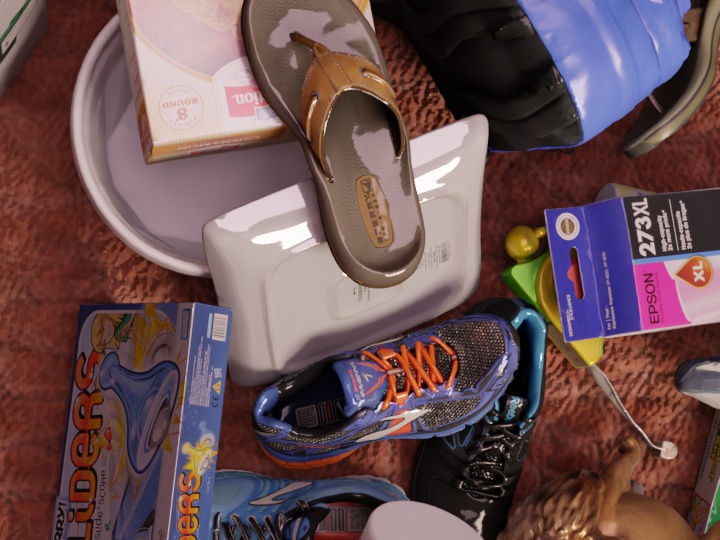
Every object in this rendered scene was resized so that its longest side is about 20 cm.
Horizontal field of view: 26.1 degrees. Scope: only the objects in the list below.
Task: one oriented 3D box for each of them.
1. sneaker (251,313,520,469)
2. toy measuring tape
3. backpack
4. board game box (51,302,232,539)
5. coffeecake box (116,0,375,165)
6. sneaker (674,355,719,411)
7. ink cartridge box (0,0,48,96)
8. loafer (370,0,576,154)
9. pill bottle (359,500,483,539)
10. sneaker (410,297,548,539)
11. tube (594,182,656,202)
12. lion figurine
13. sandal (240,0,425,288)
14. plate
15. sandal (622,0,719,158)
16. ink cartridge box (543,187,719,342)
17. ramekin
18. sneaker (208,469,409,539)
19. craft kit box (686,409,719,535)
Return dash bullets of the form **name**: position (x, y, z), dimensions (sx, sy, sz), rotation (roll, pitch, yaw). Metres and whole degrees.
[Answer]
- **sneaker**: position (0.015, 0.082, 1.047), dimensions (0.199, 0.078, 0.076), rotation (-24, 70, 9)
- **toy measuring tape**: position (0.179, 0.042, 1.123), dimensions (0.073, 0.074, 0.200), rotation (-40, 92, -12)
- **backpack**: position (0.121, -0.176, 0.997), dimensions (0.167, 0.200, 0.163), rotation (-39, 104, -7)
- **board game box**: position (-0.148, 0.123, 1.022), dimensions (0.034, 0.135, 0.202), rotation (12, 80, -42)
- **coffeecake box**: position (-0.078, -0.181, 0.990), dimensions (0.152, 0.073, 0.202), rotation (-10, 86, -12)
- **sneaker**: position (0.310, 0.120, 1.094), dimensions (0.198, 0.078, 0.087), rotation (21, 84, -7)
- **ink cartridge box**: position (-0.281, -0.194, 0.994), dimensions (0.145, 0.200, 0.085), rotation (34, 79, -5)
- **loafer**: position (0.090, -0.154, 1.126), dimensions (0.198, 0.073, 0.073), rotation (23, 84, -6)
- **pill bottle**: position (0.012, 0.255, 1.005), dimensions (0.111, 0.113, 0.201), rotation (17, 114, -8)
- **sneaker**: position (0.085, 0.115, 1.090), dimensions (0.073, 0.082, 0.202), rotation (12, 84, -12)
- **tube**: position (0.269, -0.017, 1.160), dimensions (0.198, 0.052, 0.058), rotation (12, 123, -13)
- **lion figurine**: position (0.202, 0.184, 1.063), dimensions (0.122, 0.198, 0.073), rotation (-39, 135, -48)
- **sandal**: position (-0.010, -0.086, 0.929), dimensions (0.081, 0.055, 0.202), rotation (-17, 90, -12)
- **plate**: position (0.000, 0.000, 1.034), dimensions (0.198, 0.200, 0.032), rotation (-22, 57, -13)
- **sandal**: position (0.232, -0.170, 1.153), dimensions (0.057, 0.080, 0.202), rotation (27, 71, -11)
- **ink cartridge box**: position (0.229, -0.008, 1.100), dimensions (0.198, 0.037, 0.096), rotation (-6, 85, -21)
- **ramekin**: position (-0.100, -0.091, 1.066), dimensions (0.198, 0.105, 0.202), rotation (1, 83, -10)
- **sneaker**: position (-0.055, 0.171, 1.054), dimensions (0.198, 0.090, 0.079), rotation (-6, 85, -10)
- **craft kit box**: position (0.354, 0.156, 1.157), dimensions (0.198, 0.049, 0.199), rotation (18, 78, -8)
